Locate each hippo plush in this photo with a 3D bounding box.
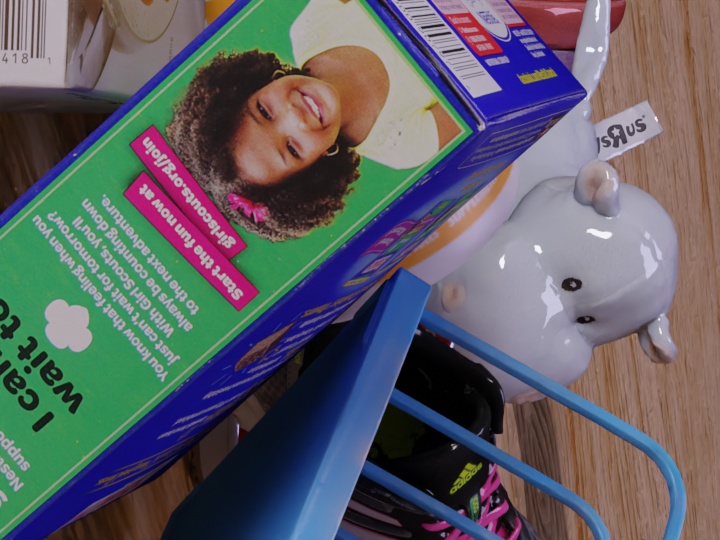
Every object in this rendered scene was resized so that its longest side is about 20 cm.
[{"bbox_3d":[0.085,0.004,1.154,0.161,0.199,0.160,47,-16,57],"label":"hippo plush"}]

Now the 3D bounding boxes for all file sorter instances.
[{"bbox_3d":[-0.001,0.125,0.854,0.200,0.122,0.139,-47,-165,52],"label":"file sorter"}]

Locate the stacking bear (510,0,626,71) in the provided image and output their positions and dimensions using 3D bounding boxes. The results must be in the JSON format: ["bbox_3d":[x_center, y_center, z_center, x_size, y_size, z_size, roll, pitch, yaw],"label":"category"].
[{"bbox_3d":[0.059,-0.044,1.304,0.114,0.121,0.201,-37,135,-74],"label":"stacking bear"}]

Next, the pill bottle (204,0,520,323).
[{"bbox_3d":[-0.032,-0.090,0.880,0.200,0.112,0.112,61,29,-27],"label":"pill bottle"}]

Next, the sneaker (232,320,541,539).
[{"bbox_3d":[0.025,0.081,0.953,0.074,0.087,0.200,-45,110,-27],"label":"sneaker"}]

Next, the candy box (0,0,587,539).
[{"bbox_3d":[-0.041,-0.010,0.760,0.077,0.200,0.169,49,15,5],"label":"candy box"}]

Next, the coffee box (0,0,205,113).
[{"bbox_3d":[-0.096,-0.149,0.749,0.114,0.079,0.201,3,89,-75],"label":"coffee box"}]

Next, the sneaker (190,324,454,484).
[{"bbox_3d":[0.000,0.000,1.062,0.071,0.112,0.201,59,36,-64],"label":"sneaker"}]
